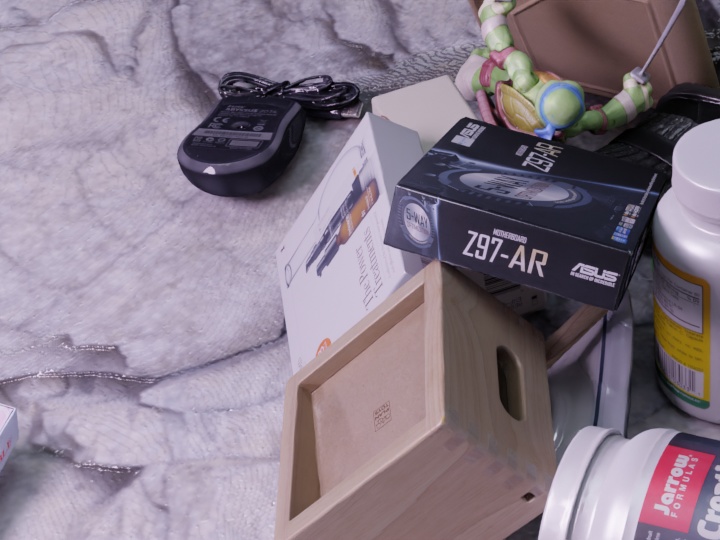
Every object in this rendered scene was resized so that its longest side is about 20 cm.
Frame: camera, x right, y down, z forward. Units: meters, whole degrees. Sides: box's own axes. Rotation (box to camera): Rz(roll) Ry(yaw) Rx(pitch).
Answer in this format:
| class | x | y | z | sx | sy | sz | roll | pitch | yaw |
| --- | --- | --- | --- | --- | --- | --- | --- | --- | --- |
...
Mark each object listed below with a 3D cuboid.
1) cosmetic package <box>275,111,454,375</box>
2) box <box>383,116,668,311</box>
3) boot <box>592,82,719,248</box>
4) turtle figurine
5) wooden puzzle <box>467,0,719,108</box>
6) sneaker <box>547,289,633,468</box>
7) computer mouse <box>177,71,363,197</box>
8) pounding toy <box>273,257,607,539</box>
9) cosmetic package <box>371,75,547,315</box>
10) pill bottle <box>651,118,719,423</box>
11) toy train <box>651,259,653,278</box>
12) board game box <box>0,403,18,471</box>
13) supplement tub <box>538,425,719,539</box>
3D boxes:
| class | x | y | z | sx | sy | sz | roll | pitch | yaw |
| --- | --- | --- | --- | --- | --- | --- | --- | --- | --- |
| cosmetic package | 0.000 | 0.000 | 1.312 | 0.052 | 0.151 | 0.200 | 19 | 33 | -22 |
| box | 0.119 | -0.044 | 1.216 | 0.160 | 0.044 | 0.200 | 17 | 22 | 12 |
| boot | 0.286 | -0.076 | 1.396 | 0.211 | 0.080 | 0.158 | 12 | 36 | 39 |
| turtle figurine | 0.162 | -0.172 | 1.432 | 0.144 | 0.200 | 0.194 | 3 | 0 | -13 |
| wooden puzzle | 0.197 | -0.203 | 1.492 | 0.200 | 0.185 | 0.037 | 12 | 68 | 27 |
| sneaker | 0.155 | 0.079 | 1.243 | 0.071 | 0.073 | 0.200 | 3 | 41 | 10 |
| computer mouse | -0.090 | -0.111 | 1.546 | 0.138 | 0.053 | 0.200 | 8 | 32 | 19 |
| pounding toy | 0.059 | 0.097 | 1.169 | 0.184 | 0.142 | 0.200 | -40 | 28 | 29 |
| cosmetic package | 0.076 | -0.056 | 1.399 | 0.073 | 0.104 | 0.200 | -18 | 39 | -9 |
| pill bottle | 0.257 | 0.000 | 1.217 | 0.113 | 0.200 | 0.113 | -6 | 39 | 5 |
| toy train | 0.317 | -0.008 | 1.344 | 0.200 | 0.042 | 0.056 | -13 | 29 | -4 |
| board game box | -0.369 | 0.154 | 1.228 | 0.199 | 0.041 | 0.200 | 17 | 51 | 8 |
| supplement tub | 0.219 | 0.174 | 1.061 | 0.200 | 0.140 | 0.140 | 11 | 43 | 23 |
